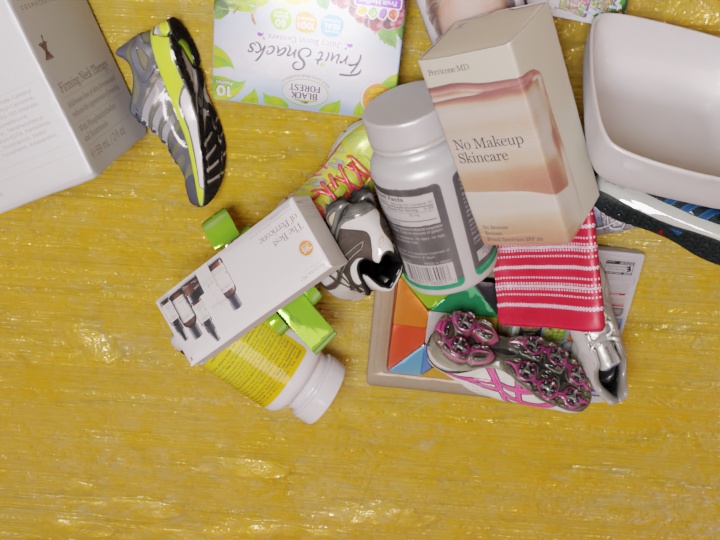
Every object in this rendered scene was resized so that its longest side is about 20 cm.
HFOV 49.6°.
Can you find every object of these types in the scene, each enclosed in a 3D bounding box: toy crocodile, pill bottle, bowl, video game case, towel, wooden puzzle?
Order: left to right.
[{"bbox_3d":[-0.119,0.095,0.940,0.199,0.113,0.113,36,111,-12],"label":"pill bottle"},{"bbox_3d":[-0.106,0.013,0.887,0.200,0.062,0.068,44,86,-5],"label":"toy crocodile"},{"bbox_3d":[0.073,-0.085,0.817,0.111,0.114,0.203,-13,123,9],"label":"pill bottle"},{"bbox_3d":[0.104,0.069,0.956,0.180,0.037,0.204,5,114,1],"label":"wooden puzzle"},{"bbox_3d":[0.192,-0.033,0.847,0.143,0.022,0.205,4,108,49],"label":"towel"},{"bbox_3d":[0.250,0.066,0.941,0.140,0.018,0.204,4,112,-10],"label":"video game case"},{"bbox_3d":[0.301,-0.142,0.747,0.195,0.203,0.075,11,144,-3],"label":"bowl"}]

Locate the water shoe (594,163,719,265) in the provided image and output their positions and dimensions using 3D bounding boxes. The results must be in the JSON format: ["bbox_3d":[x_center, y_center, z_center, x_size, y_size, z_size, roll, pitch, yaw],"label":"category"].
[{"bbox_3d":[0.332,-0.068,0.776,0.197,0.072,0.080,25,82,8],"label":"water shoe"}]

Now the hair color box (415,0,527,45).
[{"bbox_3d":[0.130,-0.218,0.786,0.098,0.061,0.202,-15,124,19],"label":"hair color box"}]

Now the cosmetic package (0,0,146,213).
[{"bbox_3d":[-0.354,-0.186,0.799,0.163,0.168,0.203,-17,113,12],"label":"cosmetic package"}]

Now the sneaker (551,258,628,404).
[{"bbox_3d":[0.267,0.062,0.884,0.073,0.087,0.202,-25,113,6],"label":"sneaker"}]

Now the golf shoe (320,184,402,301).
[{"bbox_3d":[0.000,0.000,0.858,0.077,0.095,0.201,-30,156,-13],"label":"golf shoe"}]

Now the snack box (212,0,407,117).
[{"bbox_3d":[-0.053,-0.244,0.818,0.195,0.053,0.145,7,116,0],"label":"snack box"}]

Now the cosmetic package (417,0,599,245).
[{"bbox_3d":[0.143,-0.130,0.729,0.102,0.087,0.203,1,127,42],"label":"cosmetic package"}]

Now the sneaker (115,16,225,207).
[{"bbox_3d":[-0.206,-0.168,0.860,0.079,0.074,0.204,-7,108,17],"label":"sneaker"}]

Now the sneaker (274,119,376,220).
[{"bbox_3d":[-0.026,-0.085,0.867,0.078,0.091,0.200,41,109,-12],"label":"sneaker"}]

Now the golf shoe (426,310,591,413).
[{"bbox_3d":[0.172,0.116,0.914,0.197,0.073,0.093,24,147,5],"label":"golf shoe"}]

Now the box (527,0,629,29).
[{"bbox_3d":[0.182,-0.330,0.773,0.195,0.039,0.139,11,115,-1],"label":"box"}]

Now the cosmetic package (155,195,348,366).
[{"bbox_3d":[-0.116,0.012,0.810,0.198,0.051,0.083,-35,86,20],"label":"cosmetic package"}]

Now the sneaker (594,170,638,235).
[{"bbox_3d":[0.299,-0.080,0.853,0.196,0.082,0.076,-21,112,12],"label":"sneaker"}]
